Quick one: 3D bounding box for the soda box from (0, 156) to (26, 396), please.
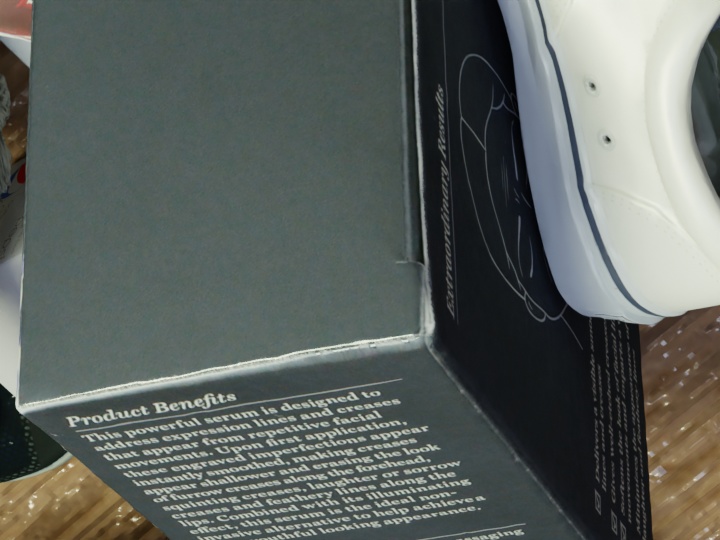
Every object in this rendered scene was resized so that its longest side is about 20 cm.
[{"bbox_3d":[-0.038,0.046,0.874,0.200,0.064,0.068,44,142,-20],"label":"soda box"}]

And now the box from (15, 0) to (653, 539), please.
[{"bbox_3d":[0.000,0.000,0.744,0.106,0.149,0.200,-10,151,17],"label":"box"}]

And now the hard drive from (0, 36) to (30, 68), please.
[{"bbox_3d":[-0.063,-0.116,0.828,0.132,0.027,0.200,-39,111,17],"label":"hard drive"}]

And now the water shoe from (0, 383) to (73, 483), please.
[{"bbox_3d":[-0.179,0.045,0.876,0.198,0.079,0.072,6,117,-4],"label":"water shoe"}]

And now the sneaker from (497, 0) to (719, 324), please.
[{"bbox_3d":[0.071,-0.086,0.703,0.070,0.073,0.201,-6,106,35],"label":"sneaker"}]

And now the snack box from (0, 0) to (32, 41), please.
[{"bbox_3d":[-0.068,-0.165,0.748,0.024,0.072,0.201,12,115,-9],"label":"snack box"}]

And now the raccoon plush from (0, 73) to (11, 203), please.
[{"bbox_3d":[-0.180,-0.019,0.789,0.133,0.201,0.097,-11,141,14],"label":"raccoon plush"}]
